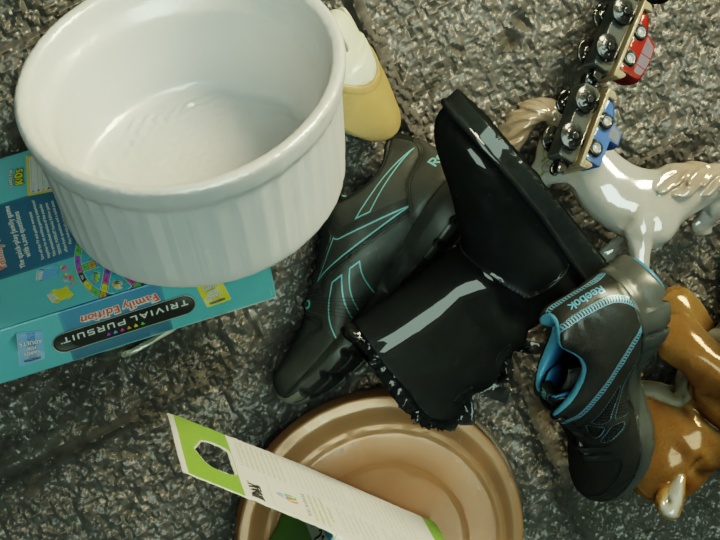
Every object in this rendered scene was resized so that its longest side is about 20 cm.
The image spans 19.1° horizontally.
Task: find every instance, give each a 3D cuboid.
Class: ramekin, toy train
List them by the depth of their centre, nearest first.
[{"bbox_3d":[-0.102,-0.084,1.295,0.199,0.201,0.098,-17,136,-7],"label":"ramekin"},{"bbox_3d":[0.171,-0.146,1.415,0.046,0.034,0.201,31,72,-23],"label":"toy train"}]

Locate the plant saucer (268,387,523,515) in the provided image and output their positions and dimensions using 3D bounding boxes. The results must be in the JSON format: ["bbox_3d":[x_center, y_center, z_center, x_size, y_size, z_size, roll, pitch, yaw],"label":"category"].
[{"bbox_3d":[0.014,0.176,1.477,0.198,0.029,0.202,-2,101,-11],"label":"plant saucer"}]

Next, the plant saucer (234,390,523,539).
[{"bbox_3d":[0.015,0.182,1.448,0.198,0.032,0.202,-2,101,-10],"label":"plant saucer"}]

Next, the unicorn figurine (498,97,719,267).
[{"bbox_3d":[0.172,-0.043,1.442,0.199,0.074,0.138,35,97,-17],"label":"unicorn figurine"}]

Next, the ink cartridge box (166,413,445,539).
[{"bbox_3d":[-0.041,0.175,1.346,0.199,0.148,0.076,24,97,-12],"label":"ink cartridge box"}]

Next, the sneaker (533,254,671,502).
[{"bbox_3d":[0.144,0.078,1.386,0.081,0.073,0.201,-23,135,-23],"label":"sneaker"}]

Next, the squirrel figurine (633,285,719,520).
[{"bbox_3d":[0.269,0.098,1.458,0.200,0.142,0.187,38,98,-12],"label":"squirrel figurine"}]

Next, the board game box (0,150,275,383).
[{"bbox_3d":[-0.169,-0.019,1.346,0.198,0.152,0.047,-17,137,-6],"label":"board game box"}]

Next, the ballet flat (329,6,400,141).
[{"bbox_3d":[-0.044,-0.156,1.378,0.199,0.069,0.063,35,136,-14],"label":"ballet flat"}]

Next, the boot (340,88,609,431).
[{"bbox_3d":[0.058,0.000,1.358,0.162,0.074,0.198,-38,128,5],"label":"boot"}]

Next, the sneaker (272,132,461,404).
[{"bbox_3d":[0.000,0.000,1.431,0.079,0.075,0.200,40,98,14],"label":"sneaker"}]

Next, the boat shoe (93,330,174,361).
[{"bbox_3d":[-0.101,-0.012,1.407,0.199,0.071,0.064,-31,137,-12],"label":"boat shoe"}]
